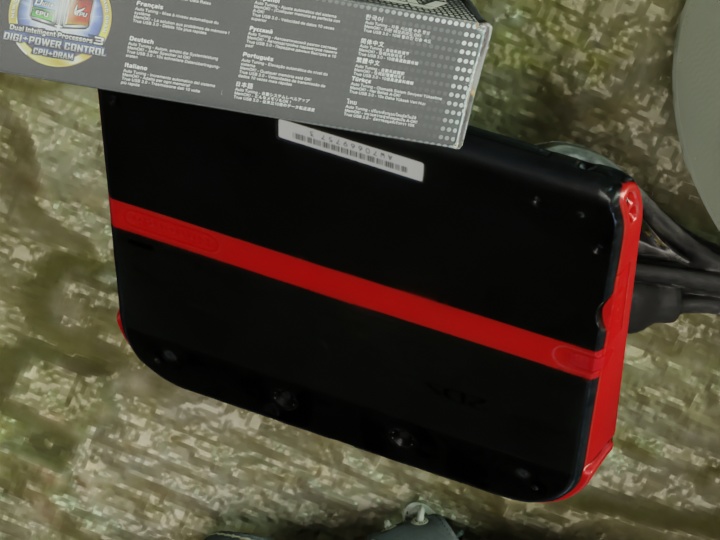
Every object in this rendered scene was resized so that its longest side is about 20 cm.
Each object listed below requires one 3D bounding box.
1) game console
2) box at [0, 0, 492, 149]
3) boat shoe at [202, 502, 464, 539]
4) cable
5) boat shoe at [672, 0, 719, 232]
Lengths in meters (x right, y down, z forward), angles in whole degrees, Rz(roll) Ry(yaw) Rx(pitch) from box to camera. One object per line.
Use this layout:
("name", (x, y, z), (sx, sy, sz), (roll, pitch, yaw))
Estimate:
("game console", (0.000, 0.000, 0.886), (0.199, 0.031, 0.178), (17, 138, 14))
("box", (-0.071, -0.100, 0.817), (0.198, 0.160, 0.045), (9, 109, -13))
("boat shoe", (0.028, 0.129, 0.996), (0.198, 0.073, 0.062), (13, 70, 3))
("cable", (0.118, -0.004, 0.936), (0.198, 0.050, 0.098), (3, 115, -12))
("boat shoe", (0.174, -0.018, 0.890), (0.070, 0.071, 0.202), (-30, 70, 32))
